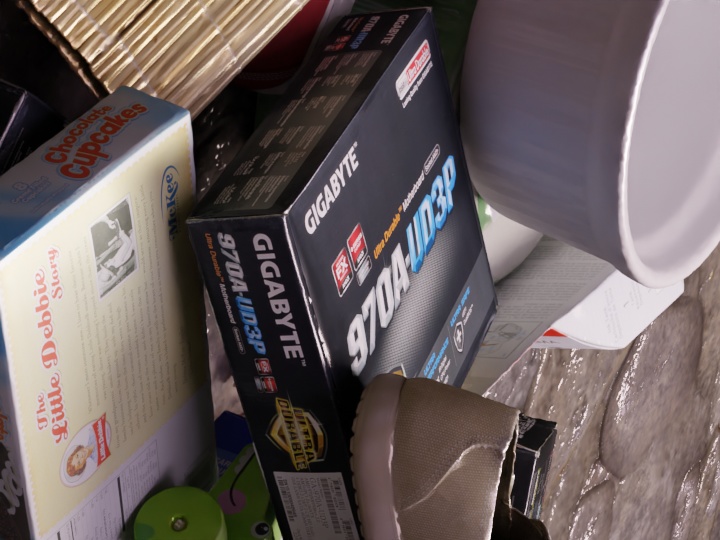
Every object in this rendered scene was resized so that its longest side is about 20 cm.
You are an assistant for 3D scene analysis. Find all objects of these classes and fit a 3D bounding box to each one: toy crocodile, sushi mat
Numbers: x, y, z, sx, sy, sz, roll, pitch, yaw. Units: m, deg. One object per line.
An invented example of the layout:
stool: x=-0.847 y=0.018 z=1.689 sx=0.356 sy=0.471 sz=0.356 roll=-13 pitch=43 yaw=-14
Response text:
toy crocodile: x=-0.080 y=0.149 z=0.849 sx=0.200 sy=0.061 sz=0.068 roll=-49 pitch=151 yaw=-35
sushi mat: x=-0.050 y=-0.144 z=0.868 sx=0.200 sy=0.012 sz=0.096 roll=-49 pitch=116 yaw=-25

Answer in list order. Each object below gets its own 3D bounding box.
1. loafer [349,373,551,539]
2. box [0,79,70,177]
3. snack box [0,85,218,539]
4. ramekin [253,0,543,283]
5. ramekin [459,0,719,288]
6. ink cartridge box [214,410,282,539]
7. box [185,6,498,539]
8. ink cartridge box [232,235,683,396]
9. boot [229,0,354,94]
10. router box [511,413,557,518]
loafer: x=0.045 y=0.135 z=0.844 sx=0.076 sy=0.068 sz=0.201 roll=-60 pitch=142 yaw=-59
box: x=-0.152 y=0.038 z=0.854 sx=0.201 sy=0.046 sz=0.159 roll=-66 pitch=153 yaw=-7
snack box: x=-0.107 y=0.043 z=0.830 sx=0.116 sy=0.037 sz=0.201 roll=-44 pitch=144 yaw=-42
ramekin: x=0.042 y=-0.086 z=1.081 sx=0.200 sy=0.097 sz=0.201 roll=-39 pitch=139 yaw=-45
ramekin: x=0.130 y=-0.101 z=1.022 sx=0.200 sy=0.097 sz=0.202 roll=-38 pitch=138 yaw=-45
ink cartridge box: x=-0.066 y=0.164 z=0.995 sx=0.200 sy=0.076 sz=0.137 roll=-44 pitch=142 yaw=-38
box: x=0.000 y=0.000 z=0.908 sx=0.200 sy=0.046 sz=0.160 roll=-58 pitch=139 yaw=-55
ink cartridge box: x=0.054 y=0.033 z=1.110 sx=0.200 sy=0.159 sz=0.048 roll=-38 pitch=120 yaw=-45
boot: x=-0.041 y=-0.178 z=0.912 sx=0.144 sy=0.072 sz=0.201 roll=7 pitch=105 yaw=-60
router box: x=0.065 y=0.188 z=1.268 sx=0.150 sy=0.062 sz=0.202 roll=-5 pitch=106 yaw=-80
